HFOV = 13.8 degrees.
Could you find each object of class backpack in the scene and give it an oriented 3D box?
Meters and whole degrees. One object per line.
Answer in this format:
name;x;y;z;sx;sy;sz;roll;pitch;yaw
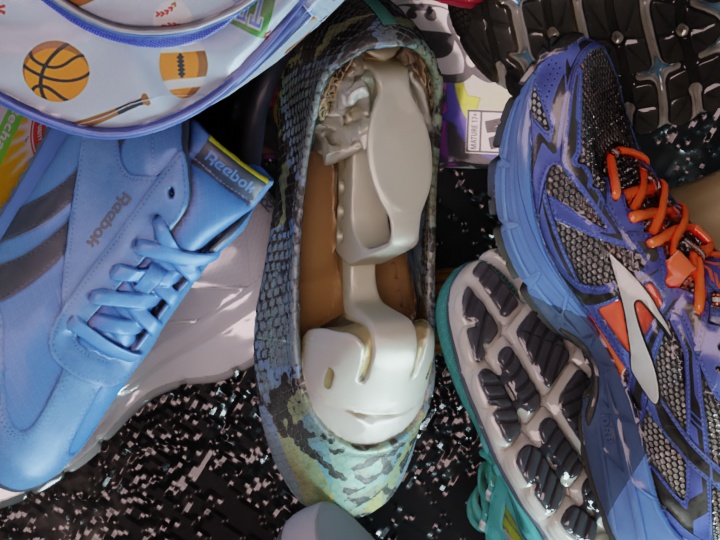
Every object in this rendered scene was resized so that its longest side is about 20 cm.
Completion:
backpack;-0.071;-0.138;0.968;0.200;0.154;0.191;42;101;1

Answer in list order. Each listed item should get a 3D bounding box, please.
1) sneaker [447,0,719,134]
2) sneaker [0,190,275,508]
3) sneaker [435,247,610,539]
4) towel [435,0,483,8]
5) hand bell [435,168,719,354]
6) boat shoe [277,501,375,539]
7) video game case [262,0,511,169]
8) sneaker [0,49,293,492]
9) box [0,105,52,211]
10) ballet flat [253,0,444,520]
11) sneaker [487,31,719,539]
sneaker;0.130;-0.104;1.104;0.199;0.090;0.079;-3;114;-4
sneaker;-0.110;0.024;1.149;0.200;0.075;0.087;-33;104;1
sneaker;0.069;0.085;1.110;0.079;0.078;0.201;-2;121;43
towel;0.004;-0.201;1.030;0.144;0.022;0.201;24;121;13
hand bell;0.084;0.006;1.133;0.199;0.104;0.105;-12;93;22
boat shoe;0.004;0.180;1.140;0.066;0.070;0.200;-21;117;17
video game case;-0.005;-0.141;1.143;0.180;0.036;0.201;4;95;8
sneaker;-0.082;-0.012;1.066;0.078;0.066;0.201;15;79;43
box;-0.187;-0.026;1.095;0.101;0.112;0.201;26;86;30
ballet flat;0.000;0.000;1.090;0.074;0.074;0.201;-1;102;8
sneaker;0.108;0.008;1.041;0.078;0.075;0.201;-12;109;33
